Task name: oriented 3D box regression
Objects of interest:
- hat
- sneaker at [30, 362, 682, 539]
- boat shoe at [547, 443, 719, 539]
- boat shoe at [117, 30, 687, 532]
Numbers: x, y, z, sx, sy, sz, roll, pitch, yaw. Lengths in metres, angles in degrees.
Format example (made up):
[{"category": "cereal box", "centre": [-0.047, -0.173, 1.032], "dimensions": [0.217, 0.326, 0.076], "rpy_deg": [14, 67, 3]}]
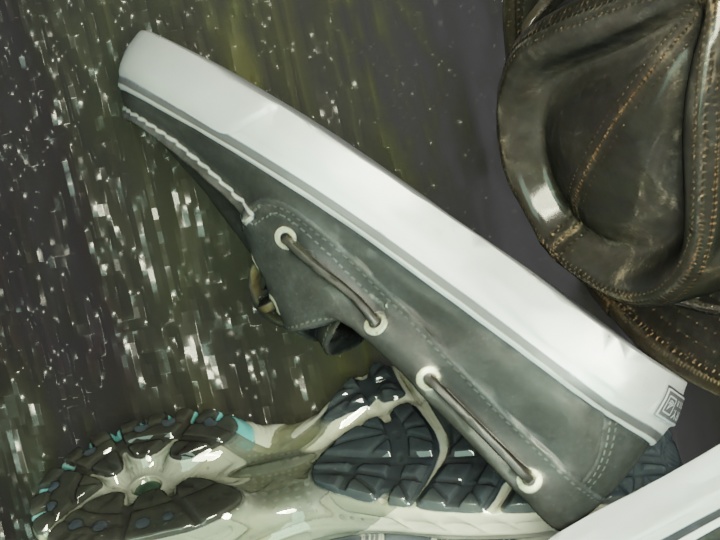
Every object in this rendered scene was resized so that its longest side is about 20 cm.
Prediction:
[{"category": "hat", "centre": [0.089, -0.049, 0.703], "dimensions": [0.201, 0.081, 0.201], "rpy_deg": [17, 113, 43]}, {"category": "sneaker", "centre": [0.004, 0.082, 0.822], "dimensions": [0.200, 0.078, 0.086], "rpy_deg": [-8, 127, 12]}, {"category": "boat shoe", "centre": [0.090, 0.104, 0.744], "dimensions": [0.071, 0.200, 0.072], "rpy_deg": [46, 155, 27]}, {"category": "boat shoe", "centre": [0.000, 0.000, 0.762], "dimensions": [0.200, 0.069, 0.057], "rpy_deg": [35, 93, 19]}]
